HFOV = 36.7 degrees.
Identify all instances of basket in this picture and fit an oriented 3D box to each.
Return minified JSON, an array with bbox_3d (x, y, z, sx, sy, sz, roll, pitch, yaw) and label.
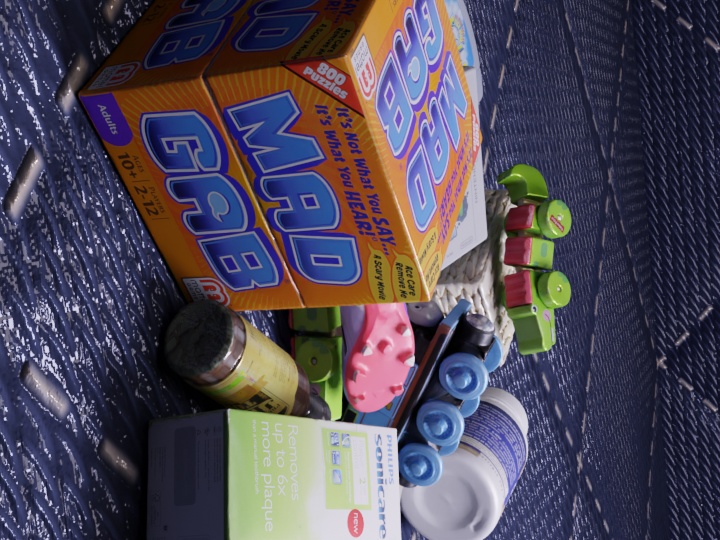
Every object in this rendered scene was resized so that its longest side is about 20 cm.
[{"bbox_3d":[0.114,0.006,1.242,0.201,0.122,0.136,-64,143,-48],"label":"basket"}]

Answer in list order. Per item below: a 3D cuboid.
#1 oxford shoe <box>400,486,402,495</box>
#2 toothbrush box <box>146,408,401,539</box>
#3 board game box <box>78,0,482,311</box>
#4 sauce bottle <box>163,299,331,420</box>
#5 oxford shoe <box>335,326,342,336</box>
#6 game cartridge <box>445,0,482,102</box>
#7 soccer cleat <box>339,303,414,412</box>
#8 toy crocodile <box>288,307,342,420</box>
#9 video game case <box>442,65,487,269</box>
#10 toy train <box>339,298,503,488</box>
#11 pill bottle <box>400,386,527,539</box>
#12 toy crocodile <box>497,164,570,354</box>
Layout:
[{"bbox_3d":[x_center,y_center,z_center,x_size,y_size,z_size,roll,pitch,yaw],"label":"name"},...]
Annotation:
[{"bbox_3d":[0.043,0.168,1.142,0.075,0.057,0.202,49,45,-58],"label":"oxford shoe"},{"bbox_3d":[-0.059,0.187,0.809,0.199,0.086,0.147,19,65,-52],"label":"toothbrush box"},{"bbox_3d":[-0.043,-0.113,0.805,0.201,0.198,0.201,-68,146,-45],"label":"board game box"},{"bbox_3d":[-0.079,0.088,0.862,0.200,0.064,0.065,45,47,-54],"label":"sauce bottle"},{"bbox_3d":[0.000,0.000,1.044,0.071,0.072,0.202,26,64,-63],"label":"oxford shoe"},{"bbox_3d":[0.066,-0.208,1.066,0.134,0.040,0.201,-61,144,-29],"label":"game cartridge"},{"bbox_3d":[0.006,0.031,0.935,0.077,0.066,0.201,-126,-153,-51],"label":"soccer cleat"},{"bbox_3d":[-0.039,0.043,0.979,0.067,0.061,0.202,-11,102,-65],"label":"toy crocodile"},{"bbox_3d":[0.061,-0.084,1.038,0.200,0.024,0.184,-32,123,-48],"label":"video game case"},{"bbox_3d":[0.054,0.114,1.026,0.087,0.114,0.201,-44,159,-61],"label":"toy train"},{"bbox_3d":[0.127,0.215,1.248,0.200,0.119,0.121,-41,124,-61],"label":"pill bottle"},{"bbox_3d":[0.180,-0.012,1.158,0.061,0.067,0.202,8,79,-38],"label":"toy crocodile"}]
